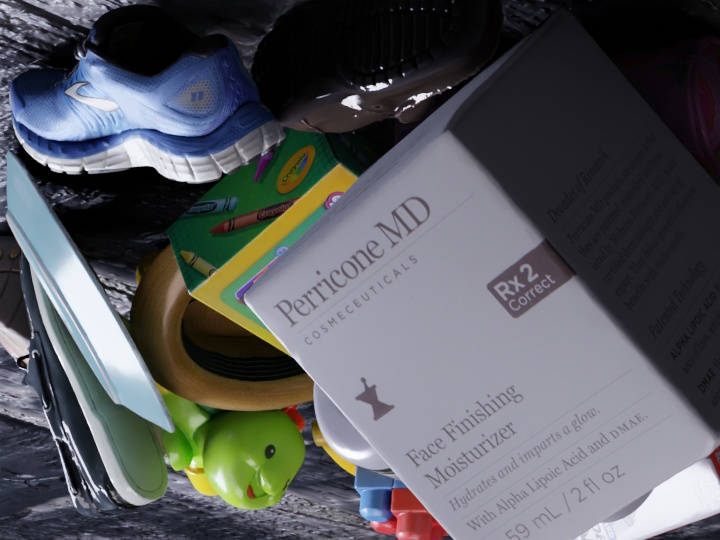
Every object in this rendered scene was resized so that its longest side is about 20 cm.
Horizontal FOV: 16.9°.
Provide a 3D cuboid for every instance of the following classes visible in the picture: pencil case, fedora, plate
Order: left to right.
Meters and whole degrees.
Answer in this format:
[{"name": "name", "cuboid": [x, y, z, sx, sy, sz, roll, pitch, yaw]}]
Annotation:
[{"name": "plate", "cuboid": [-0.174, 0.018, 1.485, 0.026, 0.200, 0.200, -31, 161, -9]}, {"name": "fedora", "cuboid": [-0.050, -0.001, 1.491, 0.200, 0.082, 0.201, -11, 134, -12]}, {"name": "pencil case", "cuboid": [0.117, -0.073, 1.315, 0.200, 0.088, 0.087, -10, 155, 31]}]

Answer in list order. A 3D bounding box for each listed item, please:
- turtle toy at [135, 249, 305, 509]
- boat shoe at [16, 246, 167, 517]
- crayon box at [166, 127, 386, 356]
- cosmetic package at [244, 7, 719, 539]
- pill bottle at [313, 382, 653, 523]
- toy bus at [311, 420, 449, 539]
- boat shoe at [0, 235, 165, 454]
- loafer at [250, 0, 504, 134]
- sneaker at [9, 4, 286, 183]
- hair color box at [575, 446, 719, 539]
[{"name": "turtle toy", "cuboid": [-0.085, 0.079, 1.619, 0.101, 0.200, 0.146, -13, 133, 11]}, {"name": "boat shoe", "cuboid": [-0.192, 0.070, 1.592, 0.066, 0.200, 0.074, -29, 171, 28]}, {"name": "crayon box", "cuboid": [0.000, 0.000, 1.410, 0.119, 0.058, 0.200, -40, 133, 17]}, {"name": "cosmetic package", "cuboid": [0.086, 0.012, 1.222, 0.200, 0.165, 0.165, 48, 126, -4]}, {"name": "pill bottle", "cuboid": [0.080, 0.081, 1.397, 0.200, 0.113, 0.112, 22, 153, -37]}, {"name": "toy bus", "cuboid": [0.043, 0.104, 1.647, 0.135, 0.192, 0.200, -3, 159, 16]}, {"name": "boat shoe", "cuboid": [-0.200, 0.051, 1.671, 0.200, 0.076, 0.072, 51, 159, -20]}, {"name": "loafer", "cuboid": [0.017, -0.115, 1.255, 0.071, 0.073, 0.200, 12, 168, -31]}, {"name": "sneaker", "cuboid": [-0.123, -0.104, 1.310, 0.200, 0.089, 0.079, 5, -151, 45]}, {"name": "hair color box", "cuboid": [0.173, 0.112, 1.526, 0.064, 0.111, 0.200, -18, 172, -35]}]
